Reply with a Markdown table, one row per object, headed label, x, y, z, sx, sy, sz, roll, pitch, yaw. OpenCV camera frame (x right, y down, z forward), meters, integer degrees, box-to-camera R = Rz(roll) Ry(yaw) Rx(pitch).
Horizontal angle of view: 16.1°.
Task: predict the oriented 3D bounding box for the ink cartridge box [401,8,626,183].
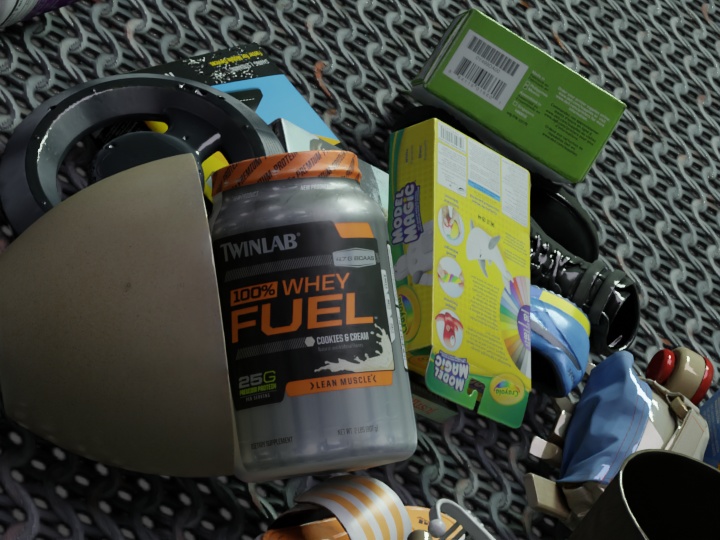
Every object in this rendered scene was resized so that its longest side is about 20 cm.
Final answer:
| label | x | y | z | sx | sy | sz | roll | pitch | yaw |
| --- | --- | --- | --- | --- | --- | --- | --- | --- | --- |
| ink cartridge box | 0.118 | -0.139 | 2.061 | 0.148 | 0.076 | 0.200 | 32 | 0 | -6 |

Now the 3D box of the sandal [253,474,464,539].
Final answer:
| label | x | y | z | sx | sy | sz | roll | pitch | yaw |
| --- | --- | --- | --- | --- | --- | --- | --- | --- | --- |
| sandal | 0.003 | 0.160 | 1.658 | 0.079 | 0.059 | 0.207 | 22 | 15 | 29 |

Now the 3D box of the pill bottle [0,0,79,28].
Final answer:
| label | x | y | z | sx | sy | sz | roll | pitch | yaw |
| --- | --- | --- | --- | --- | --- | --- | --- | --- | --- |
| pill bottle | -0.263 | -0.229 | 1.806 | 0.112 | 0.112 | 0.200 | 47 | 31 | 7 |

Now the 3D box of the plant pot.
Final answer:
| label | x | y | z | sx | sy | sz | roll | pitch | yaw |
| --- | --- | --- | --- | --- | --- | --- | --- | --- | --- |
| plant pot | -0.157 | 0.036 | 1.559 | 0.134 | 0.200 | 0.200 | -8 | 47 | -7 |

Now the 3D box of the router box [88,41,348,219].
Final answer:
| label | x | y | z | sx | sy | sz | roll | pitch | yaw |
| --- | --- | --- | --- | --- | --- | --- | --- | --- | --- |
| router box | -0.097 | -0.088 | 1.876 | 0.149 | 0.051 | 0.200 | 50 | 31 | 10 |

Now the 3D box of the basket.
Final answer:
| label | x | y | z | sx | sy | sz | roll | pitch | yaw |
| --- | --- | --- | --- | --- | --- | --- | --- | --- | --- |
| basket | 0.174 | 0.234 | 1.642 | 0.180 | 0.200 | 0.136 | 28 | 32 | -24 |

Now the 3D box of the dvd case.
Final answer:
| label | x | y | z | sx | sy | sz | roll | pitch | yaw |
| --- | --- | --- | --- | --- | --- | --- | --- | --- | --- |
| dvd case | 0.000 | 0.000 | 1.785 | 0.146 | 0.022 | 0.200 | 26 | 43 | -44 |

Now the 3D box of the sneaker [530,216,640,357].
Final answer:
| label | x | y | z | sx | sy | sz | roll | pitch | yaw |
| --- | --- | --- | --- | --- | --- | --- | --- | --- | --- |
| sneaker | 0.145 | -0.003 | 1.913 | 0.200 | 0.099 | 0.071 | 48 | 63 | -40 |

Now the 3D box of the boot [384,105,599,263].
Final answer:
| label | x | y | z | sx | sy | sz | roll | pitch | yaw |
| --- | --- | --- | --- | --- | --- | --- | --- | --- | --- |
| boot | 0.093 | -0.022 | 1.985 | 0.211 | 0.079 | 0.158 | 33 | 33 | -14 |

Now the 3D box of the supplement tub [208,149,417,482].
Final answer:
| label | x | y | z | sx | sy | sz | roll | pitch | yaw |
| --- | --- | --- | --- | --- | --- | --- | --- | --- | --- |
| supplement tub | -0.036 | 0.030 | 1.622 | 0.123 | 0.122 | 0.200 | -1 | 79 | -49 |

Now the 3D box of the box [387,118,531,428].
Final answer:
| label | x | y | z | sx | sy | sz | roll | pitch | yaw |
| --- | --- | --- | --- | --- | --- | --- | --- | --- | --- |
| box | 0.070 | 0.007 | 1.785 | 0.117 | 0.048 | 0.200 | 26 | 55 | -44 |

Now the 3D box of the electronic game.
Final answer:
| label | x | y | z | sx | sy | sz | roll | pitch | yaw |
| --- | --- | --- | --- | --- | --- | --- | --- | --- | --- |
| electronic game | -0.146 | -0.060 | 1.727 | 0.200 | 0.042 | 0.200 | 3 | 49 | -4 |

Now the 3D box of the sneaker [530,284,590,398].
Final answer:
| label | x | y | z | sx | sy | sz | roll | pitch | yaw |
| --- | --- | --- | --- | --- | --- | --- | --- | --- | --- |
| sneaker | 0.073 | 0.036 | 1.872 | 0.200 | 0.066 | 0.078 | 22 | 43 | 1 |

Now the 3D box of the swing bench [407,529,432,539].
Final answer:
| label | x | y | z | sx | sy | sz | roll | pitch | yaw |
| --- | --- | --- | --- | --- | --- | --- | --- | --- | --- |
| swing bench | 0.007 | 0.289 | 1.389 | 0.130 | 0.199 | 0.200 | 37 | 32 | -9 |

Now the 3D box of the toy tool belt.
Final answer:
| label | x | y | z | sx | sy | sz | roll | pitch | yaw |
| --- | --- | --- | --- | --- | --- | --- | --- | --- | --- |
| toy tool belt | 0.189 | 0.117 | 1.873 | 0.123 | 0.125 | 0.200 | 29 | 50 | -14 |

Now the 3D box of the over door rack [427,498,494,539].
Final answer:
| label | x | y | z | sx | sy | sz | roll | pitch | yaw |
| --- | --- | --- | --- | --- | --- | --- | --- | --- | --- |
| over door rack | 0.080 | 0.253 | 1.564 | 0.200 | 0.148 | 0.067 | 39 | 30 | -4 |

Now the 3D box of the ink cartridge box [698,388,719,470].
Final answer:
| label | x | y | z | sx | sy | sz | roll | pitch | yaw |
| --- | --- | --- | --- | --- | --- | --- | --- | --- | --- |
| ink cartridge box | 0.296 | 0.150 | 1.882 | 0.076 | 0.200 | 0.136 | 28 | 33 | -23 |
